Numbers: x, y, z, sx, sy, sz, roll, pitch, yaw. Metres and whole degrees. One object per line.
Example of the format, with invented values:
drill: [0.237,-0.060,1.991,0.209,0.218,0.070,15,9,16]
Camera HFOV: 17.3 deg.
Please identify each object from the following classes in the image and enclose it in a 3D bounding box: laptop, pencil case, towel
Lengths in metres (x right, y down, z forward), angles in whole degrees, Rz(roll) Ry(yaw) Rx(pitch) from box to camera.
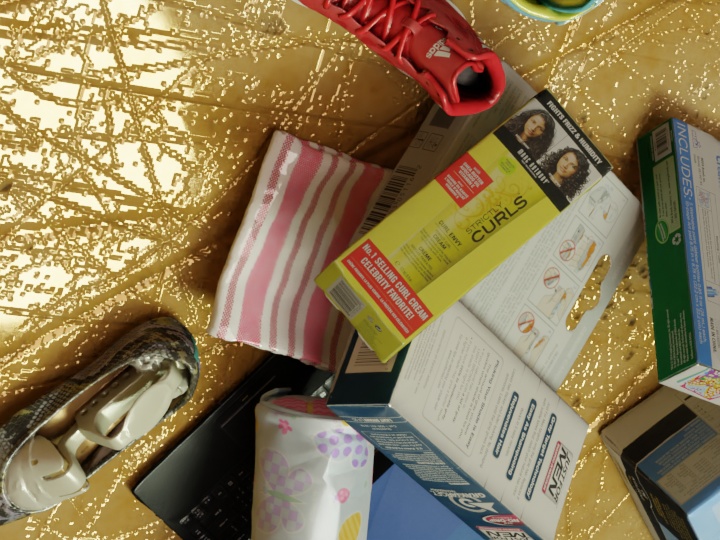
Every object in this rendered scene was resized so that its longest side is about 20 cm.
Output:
laptop: [-0.024,0.170,1.666,0.177,0.103,0.200,-44,126,-3]
pencil case: [-0.040,0.183,1.620,0.083,0.090,0.201,0,99,-48]
towel: [0.000,0.000,1.618,0.199,0.030,0.147,18,89,-34]

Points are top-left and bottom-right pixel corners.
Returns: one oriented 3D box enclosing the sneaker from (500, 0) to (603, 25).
sneaker: [0.145,-0.212,1.539,0.199,0.131,0.080,-19,127,-27]

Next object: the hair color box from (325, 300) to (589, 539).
hair color box: [0.069,0.098,1.612,0.200,0.060,0.100,43,58,-38]

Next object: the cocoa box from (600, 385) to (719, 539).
cocoa box: [0.299,0.184,1.826,0.133,0.131,0.200,-35,125,-8]

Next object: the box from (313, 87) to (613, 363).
box: [0.068,-0.031,1.540,0.200,0.050,0.075,-38,87,-23]

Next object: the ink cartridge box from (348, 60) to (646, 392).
ink cartridge box: [0.102,-0.028,1.646,0.200,0.047,0.160,41,74,-38]

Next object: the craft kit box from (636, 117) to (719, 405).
craft kit box: [0.288,0.011,1.708,0.197,0.201,0.048,19,145,-31]

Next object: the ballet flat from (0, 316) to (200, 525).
ballet flat: [-0.186,0.109,1.572,0.200,0.072,0.072,-40,126,-4]

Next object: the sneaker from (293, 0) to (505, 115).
sneaker: [0.023,-0.169,1.512,0.200,0.116,0.079,28,99,-36]
